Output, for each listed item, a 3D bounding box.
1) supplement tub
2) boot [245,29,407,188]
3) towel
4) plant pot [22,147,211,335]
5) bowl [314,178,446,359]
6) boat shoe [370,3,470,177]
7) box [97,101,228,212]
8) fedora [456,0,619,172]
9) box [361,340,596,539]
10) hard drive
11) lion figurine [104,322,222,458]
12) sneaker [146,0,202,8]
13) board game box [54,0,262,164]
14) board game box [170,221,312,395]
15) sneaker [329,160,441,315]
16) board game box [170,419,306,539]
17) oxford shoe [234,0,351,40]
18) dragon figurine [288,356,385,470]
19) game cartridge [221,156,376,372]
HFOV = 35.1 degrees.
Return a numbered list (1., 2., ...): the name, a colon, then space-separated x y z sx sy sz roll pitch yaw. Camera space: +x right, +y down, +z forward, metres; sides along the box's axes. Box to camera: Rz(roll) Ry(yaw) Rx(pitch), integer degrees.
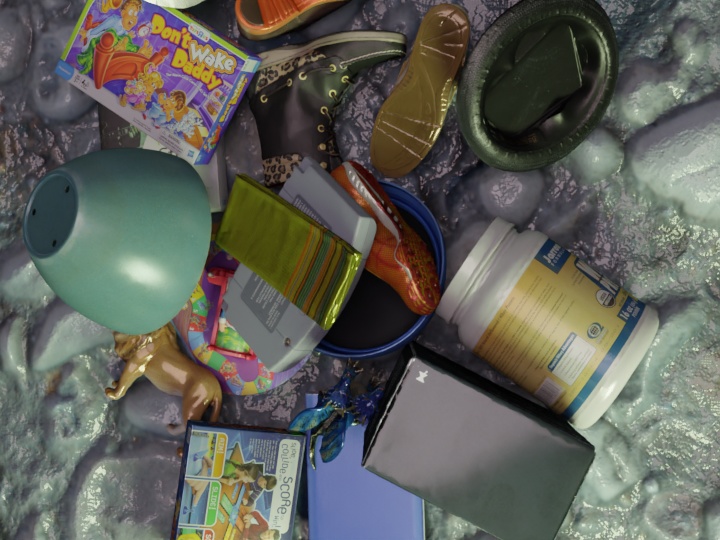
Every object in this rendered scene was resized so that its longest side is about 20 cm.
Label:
1. supplement tub: 0.191 0.051 1.182 0.199 0.145 0.146 35 95 8
2. boot: -0.035 -0.179 1.259 0.197 0.073 0.153 -9 87 14
3. towel: -0.081 -0.023 1.181 0.199 0.018 0.087 35 107 37
4. plant pot: -0.273 -0.044 1.196 0.198 0.134 0.203 -11 71 36
5. bowl: 0.000 0.000 1.244 0.197 0.039 0.204 -5 72 16
6. boat shoe: 0.072 -0.196 1.244 0.073 0.069 0.202 29 115 6
7. box: -0.230 -0.163 1.313 0.142 0.036 0.204 -5 87 10
8. fedora: 0.172 -0.206 1.199 0.198 0.092 0.204 -11 116 -24
9. box: 0.112 0.173 1.154 0.198 0.197 0.125 27 90 1
10. hard drive: 0.005 0.237 1.274 0.130 0.025 0.204 -2 89 10
11. lion figurine: -0.216 0.117 1.295 0.199 0.072 0.123 37 97 2
12. sneaker: -0.180 -0.355 1.261 0.115 0.197 0.081 50 142 43
13. board game box: -0.226 -0.228 1.263 0.199 0.045 0.136 33 103 10
14. board game box: -0.144 0.043 1.293 0.157 0.039 0.202 -33 84 8
15. sneaker: 0.019 -0.025 1.195 0.077 0.073 0.201 -44 57 18
16. board game box: -0.140 0.274 1.265 0.133 0.034 0.203 9 91 -19
17. oxford shoe: -0.051 -0.315 1.270 0.198 0.073 0.072 -24 85 -10
18. dragon figurine: -0.033 0.157 1.183 0.059 0.099 0.200 42 127 2
19. game cartridge: -0.065 0.000 1.198 0.134 0.040 0.201 48 115 37
